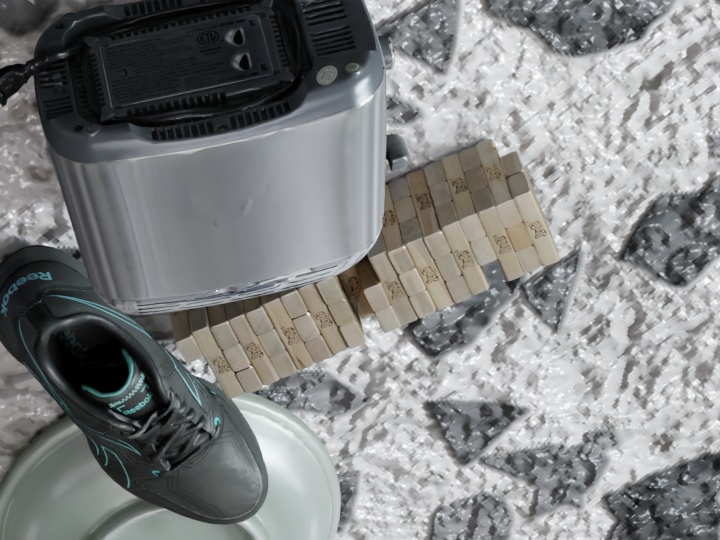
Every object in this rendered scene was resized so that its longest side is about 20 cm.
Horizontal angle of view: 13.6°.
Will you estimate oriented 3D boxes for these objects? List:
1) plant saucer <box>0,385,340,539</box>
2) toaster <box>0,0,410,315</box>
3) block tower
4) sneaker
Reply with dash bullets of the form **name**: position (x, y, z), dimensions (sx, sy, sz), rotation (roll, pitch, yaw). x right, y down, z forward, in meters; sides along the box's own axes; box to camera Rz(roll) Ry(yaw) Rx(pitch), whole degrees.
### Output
- **plant saucer**: position (-0.106, 0.152, 1.682), dimensions (0.199, 0.050, 0.201), rotation (-7, 130, -8)
- **toaster**: position (-0.076, -0.059, 1.472), dimensions (0.199, 0.114, 0.130), rotation (-13, 133, -5)
- **block tower**: position (0.000, 0.000, 1.577), dimensions (0.199, 0.054, 0.058), rotation (-22, 130, 6)
- **sneaker**: position (-0.118, 0.073, 1.569), dimensions (0.075, 0.079, 0.200), rotation (-46, 117, 0)
